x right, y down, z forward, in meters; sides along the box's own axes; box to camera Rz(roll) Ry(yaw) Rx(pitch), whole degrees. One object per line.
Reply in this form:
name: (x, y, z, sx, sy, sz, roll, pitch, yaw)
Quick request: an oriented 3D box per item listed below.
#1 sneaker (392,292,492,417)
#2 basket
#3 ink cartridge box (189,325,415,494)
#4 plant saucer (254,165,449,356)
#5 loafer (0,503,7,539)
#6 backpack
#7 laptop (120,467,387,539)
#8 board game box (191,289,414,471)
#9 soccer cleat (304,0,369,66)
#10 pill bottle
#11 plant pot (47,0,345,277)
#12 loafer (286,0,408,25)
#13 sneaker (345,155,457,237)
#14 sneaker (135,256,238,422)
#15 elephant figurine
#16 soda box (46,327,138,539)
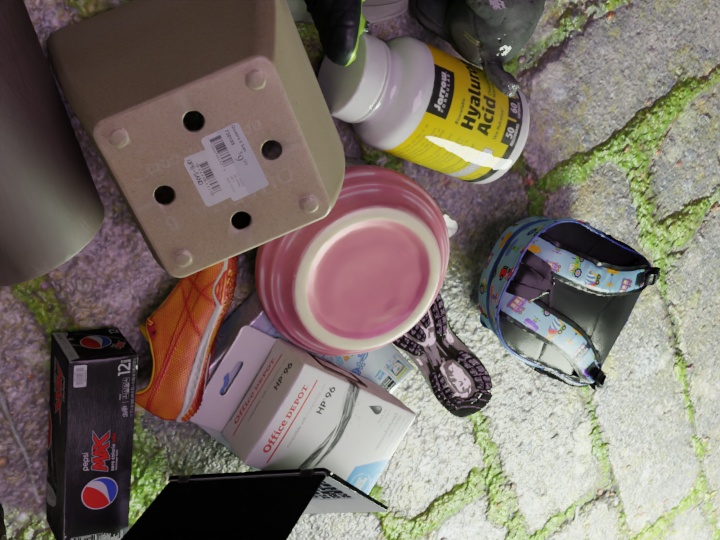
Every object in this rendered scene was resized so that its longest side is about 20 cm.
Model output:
sneaker: (0.071, 0.069, 1.014, 0.077, 0.089, 0.200, -30, 99, 1)
basket: (-0.291, -0.099, 0.686, 0.180, 0.136, 0.200, -28, 126, -5)
ink cartridge box: (-0.056, 0.148, 0.910, 0.200, 0.068, 0.116, 29, 93, -35)
plant saucer: (0.000, 0.000, 0.879, 0.200, 0.051, 0.201, -10, 117, -19)
loafer: (-0.364, 0.311, 0.833, 0.073, 0.071, 0.201, 0, 108, -32)
backpack: (0.214, 0.023, 1.040, 0.200, 0.134, 0.183, 23, 96, -36)
laptop: (-0.105, 0.254, 0.863, 0.200, 0.187, 0.116, 44, 45, -48)
board game box: (-0.069, 0.113, 0.956, 0.200, 0.043, 0.199, -47, 126, -8)
soccer cleat: (-0.042, -0.262, 0.752, 0.081, 0.068, 0.201, -4, 76, -21)
pill bottle: (0.060, -0.161, 0.888, 0.200, 0.111, 0.112, 14, 101, -34)
plant pot: (-0.121, -0.110, 0.723, 0.200, 0.177, 0.200, -22, 120, 0)
loafer: (-0.044, -0.257, 0.812, 0.200, 0.070, 0.070, -8, 121, -28)
sneaker: (0.009, -0.063, 0.927, 0.200, 0.076, 0.081, 19, 105, -28)
sneaker: (-0.163, 0.039, 0.849, 0.077, 0.073, 0.201, 18, 82, 1)
elephant figurine: (0.156, -0.298, 0.884, 0.200, 0.141, 0.155, -35, 139, -25)
soda box: (-0.251, 0.158, 0.844, 0.063, 0.071, 0.201, -3, 110, -32)
